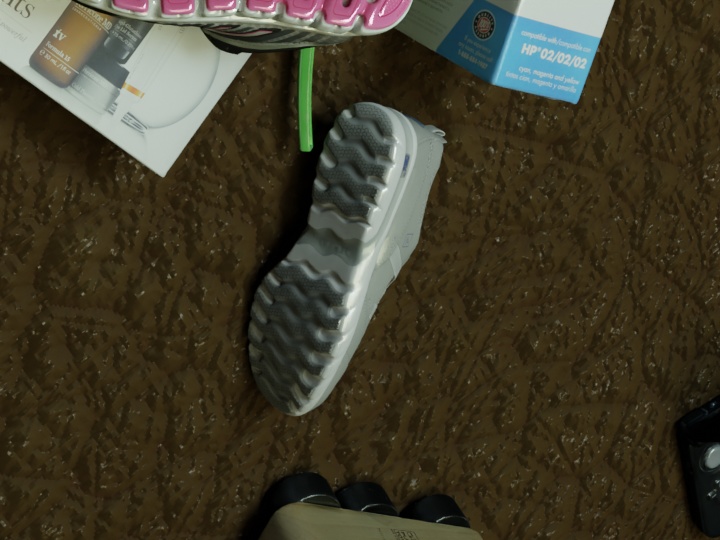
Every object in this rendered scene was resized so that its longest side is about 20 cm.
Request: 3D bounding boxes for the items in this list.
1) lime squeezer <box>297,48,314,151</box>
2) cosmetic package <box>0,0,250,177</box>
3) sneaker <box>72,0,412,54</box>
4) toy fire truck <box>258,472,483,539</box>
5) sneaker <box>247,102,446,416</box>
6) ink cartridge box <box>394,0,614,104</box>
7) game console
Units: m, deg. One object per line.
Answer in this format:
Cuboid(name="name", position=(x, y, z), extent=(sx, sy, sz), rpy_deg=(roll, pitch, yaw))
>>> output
Cuboid(name="lime squeezer", position=(-0.003, -0.163, 0.927), extent=(0.070, 0.038, 0.201), rpy_deg=(28, 113, -20))
Cuboid(name="cosmetic package", position=(-0.133, -0.163, 0.846), extent=(0.199, 0.052, 0.152), rpy_deg=(36, 89, -39))
Cuboid(name="sneaker", position=(-0.077, -0.144, 0.813), extent=(0.197, 0.087, 0.075), rpy_deg=(7, 82, -14))
Cuboid(name="toy fire truck", position=(-0.009, 0.257, 1.101), extent=(0.175, 0.129, 0.201), rpy_deg=(14, 117, -37))
Cuboid(name="sneaker", position=(0.000, 0.000, 0.996), extent=(0.081, 0.075, 0.202), rpy_deg=(-1, 124, -49))
Cuboid(name="ink cartridge box", position=(0.099, -0.209, 0.928), extent=(0.067, 0.115, 0.202), rpy_deg=(8, 109, -35))
Cuboid(name="game console", position=(0.348, 0.113, 1.249), extent=(0.199, 0.116, 0.177), rpy_deg=(-28, 125, -17))
